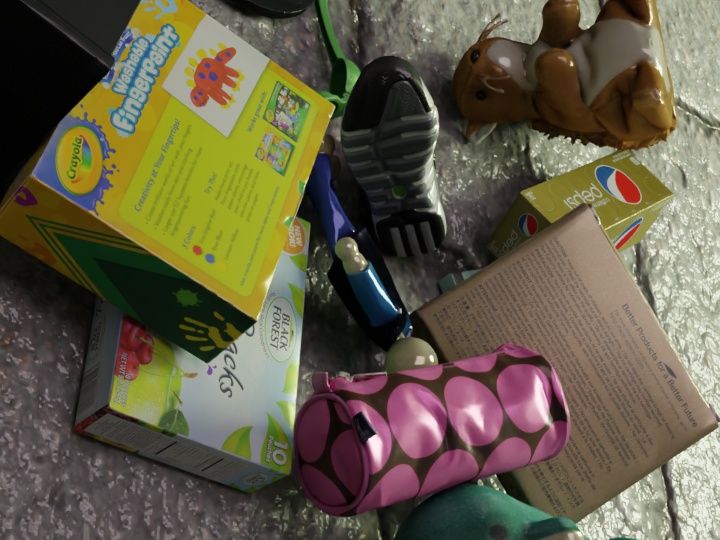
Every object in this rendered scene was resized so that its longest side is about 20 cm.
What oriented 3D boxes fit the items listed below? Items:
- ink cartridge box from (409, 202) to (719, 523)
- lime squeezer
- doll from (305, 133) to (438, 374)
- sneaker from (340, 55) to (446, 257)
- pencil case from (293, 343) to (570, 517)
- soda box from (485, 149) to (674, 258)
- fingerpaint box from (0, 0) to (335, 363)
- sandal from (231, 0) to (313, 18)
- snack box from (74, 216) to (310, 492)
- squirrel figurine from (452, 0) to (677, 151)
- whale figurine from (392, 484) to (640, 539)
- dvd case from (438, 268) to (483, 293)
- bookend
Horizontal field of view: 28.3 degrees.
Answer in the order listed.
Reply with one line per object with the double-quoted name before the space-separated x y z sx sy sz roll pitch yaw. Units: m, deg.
"ink cartridge box" 0.154 0.078 1.111 0.163 0.075 0.202 -30 86 -10
"lime squeezer" -0.037 -0.150 1.152 0.070 0.038 0.201 40 47 -17
"doll" 0.000 0.000 1.054 0.048 0.137 0.202 -24 70 -2
"sneaker" 0.024 -0.114 1.118 0.074 0.201 0.117 -6 50 3
"pencil case" 0.052 0.103 0.979 0.198 0.090 0.095 -7 78 -40
"soda box" 0.197 -0.045 1.263 0.068 0.064 0.199 45 37 17
"fingerpaint box" -0.123 -0.070 0.933 0.166 0.073 0.202 33 48 -19
"sandal" -0.112 -0.268 1.141 0.199 0.048 0.076 29 51 -27
"snack box" -0.109 0.034 0.975 0.141 0.053 0.202 25 52 -31
"squirrel figurine" 0.181 -0.160 1.275 0.200 0.184 0.144 40 42 -65
"whale figurine" 0.112 0.204 1.011 0.197 0.160 0.105 -1 55 -22
"dvd case" 0.162 0.061 1.226 0.198 0.022 0.148 -8 73 -42
"bookend" -0.205 -0.169 0.896 0.092 0.199 0.200 36 49 -21
